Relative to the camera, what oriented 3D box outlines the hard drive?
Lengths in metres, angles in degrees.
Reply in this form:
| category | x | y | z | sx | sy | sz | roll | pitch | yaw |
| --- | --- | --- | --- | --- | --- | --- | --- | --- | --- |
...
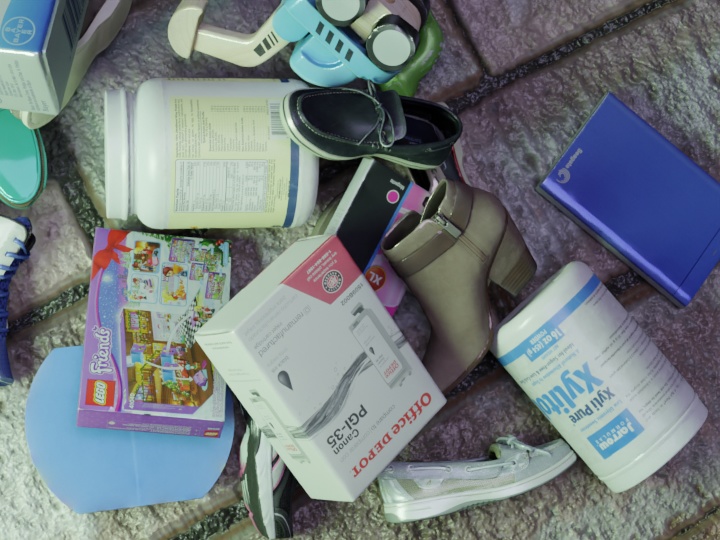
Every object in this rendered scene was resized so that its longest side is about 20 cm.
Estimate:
| category | x | y | z | sx | sy | sz | roll | pitch | yaw |
| --- | --- | --- | --- | --- | --- | --- | --- | --- | --- |
| hard drive | 0.300 | -0.075 | 1.628 | 0.199 | 0.025 | 0.132 | 39 | 76 | -2 |

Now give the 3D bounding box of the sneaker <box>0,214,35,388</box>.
| category | x | y | z | sx | sy | sz | roll | pitch | yaw |
| --- | --- | --- | --- | --- | --- | --- | --- | --- | --- |
| sneaker | -0.353 | 0.005 | 1.458 | 0.114 | 0.081 | 0.201 | -22 | 84 | -6 |

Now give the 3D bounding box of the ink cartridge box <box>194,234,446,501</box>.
| category | x | y | z | sx | sy | sz | roll | pitch | yaw |
| --- | --- | --- | --- | --- | --- | --- | --- | --- | --- |
| ink cartridge box | -0.033 | 0.090 | 1.419 | 0.146 | 0.082 | 0.201 | -43 | 108 | -27 |

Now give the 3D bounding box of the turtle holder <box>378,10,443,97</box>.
| category | x | y | z | sx | sy | sz | roll | pitch | yaw |
| --- | --- | --- | --- | --- | --- | --- | --- | --- | --- |
| turtle holder | 0.005 | -0.276 | 1.565 | 0.131 | 0.141 | 0.186 | -34 | 124 | 0 |

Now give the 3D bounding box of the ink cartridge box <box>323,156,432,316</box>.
| category | x | y | z | sx | sy | sz | roll | pitch | yaw |
| --- | --- | --- | --- | --- | --- | --- | --- | --- | --- |
| ink cartridge box | 0.000 | 0.000 | 1.498 | 0.094 | 0.037 | 0.201 | 28 | 90 | -20 |

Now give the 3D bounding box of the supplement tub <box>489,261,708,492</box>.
| category | x | y | z | sx | sy | sz | roll | pitch | yaw |
| --- | --- | --- | --- | --- | --- | --- | --- | --- | --- |
| supplement tub | 0.233 | 0.104 | 1.530 | 0.132 | 0.132 | 0.200 | -41 | 88 | -14 |

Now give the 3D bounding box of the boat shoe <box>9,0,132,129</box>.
| category | x | y | z | sx | sy | sz | roll | pitch | yaw |
| --- | --- | --- | --- | --- | --- | --- | --- | --- | --- |
| boat shoe | -0.291 | -0.218 | 1.499 | 0.059 | 0.072 | 0.201 | 26 | 55 | 3 |

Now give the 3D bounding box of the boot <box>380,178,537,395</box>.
| category | x | y | z | sx | sy | sz | roll | pitch | yaw |
| --- | --- | --- | --- | --- | --- | --- | --- | --- | --- |
| boot | 0.075 | 0.014 | 1.483 | 0.146 | 0.070 | 0.201 | 35 | 91 | -29 |

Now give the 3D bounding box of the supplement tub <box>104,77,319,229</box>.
| category | x | y | z | sx | sy | sz | roll | pitch | yaw |
| --- | --- | --- | --- | --- | --- | --- | --- | --- | --- |
| supplement tub | -0.146 | -0.113 | 1.489 | 0.198 | 0.145 | 0.147 | -1 | 80 | -11 |

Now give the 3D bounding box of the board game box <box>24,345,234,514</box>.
| category | x | y | z | sx | sy | sz | roll | pitch | yaw |
| --- | --- | --- | --- | --- | --- | --- | --- | --- | --- |
| board game box | -0.221 | 0.149 | 1.480 | 0.198 | 0.039 | 0.160 | -6 | 77 | -15 |

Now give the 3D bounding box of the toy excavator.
| category | x | y | z | sx | sy | sz | roll | pitch | yaw |
| --- | --- | --- | --- | --- | --- | --- | --- | --- | --- |
| toy excavator | -0.061 | -0.229 | 1.471 | 0.194 | 0.200 | 0.100 | 40 | 32 | -16 |

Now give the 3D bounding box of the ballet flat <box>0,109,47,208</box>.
| category | x | y | z | sx | sy | sz | roll | pitch | yaw |
| --- | --- | --- | --- | --- | --- | --- | --- | --- | --- |
| ballet flat | -0.357 | -0.152 | 1.495 | 0.067 | 0.070 | 0.202 | -26 | 89 | -10 |

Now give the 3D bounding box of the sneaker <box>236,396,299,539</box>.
| category | x | y | z | sx | sy | sz | roll | pitch | yaw |
| --- | --- | --- | --- | --- | --- | --- | --- | --- | --- |
| sneaker | -0.069 | 0.161 | 1.476 | 0.085 | 0.080 | 0.203 | -5 | 100 | -16 |

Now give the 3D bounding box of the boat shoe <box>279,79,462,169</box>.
| category | x | y | z | sx | sy | sz | roll | pitch | yaw |
| --- | --- | --- | --- | --- | --- | --- | --- | --- | --- |
| boat shoe | 0.013 | -0.140 | 1.448 | 0.198 | 0.062 | 0.075 | 8 | 61 | -35 |

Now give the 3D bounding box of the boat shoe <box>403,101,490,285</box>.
| category | x | y | z | sx | sy | sz | roll | pitch | yaw |
| --- | --- | --- | --- | --- | --- | --- | --- | --- | --- |
| boat shoe | 0.080 | -0.073 | 1.560 | 0.062 | 0.071 | 0.202 | -12 | 81 | -24 |

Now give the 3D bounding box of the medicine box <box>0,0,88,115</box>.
| category | x | y | z | sx | sy | sz | roll | pitch | yaw |
| --- | --- | --- | --- | --- | --- | --- | --- | --- | --- |
| medicine box | -0.358 | -0.256 | 1.414 | 0.198 | 0.103 | 0.184 | 7 | 65 | 3 |

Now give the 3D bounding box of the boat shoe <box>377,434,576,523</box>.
| category | x | y | z | sx | sy | sz | roll | pitch | yaw |
| --- | --- | --- | --- | --- | --- | --- | --- | --- | --- |
| boat shoe | 0.115 | 0.196 | 1.522 | 0.200 | 0.074 | 0.065 | -14 | 87 | -6 |

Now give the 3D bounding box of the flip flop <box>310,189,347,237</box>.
| category | x | y | z | sx | sy | sz | roll | pitch | yaw |
| --- | --- | --- | --- | --- | --- | --- | --- | --- | --- |
| flip flop | -0.034 | 0.010 | 1.533 | 0.081 | 0.058 | 0.201 | 34 | 76 | -3 |

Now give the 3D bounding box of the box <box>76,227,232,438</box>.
| category | x | y | z | sx | sy | sz | roll | pitch | yaw |
| --- | --- | --- | --- | --- | --- | --- | --- | --- | --- |
| box | -0.194 | 0.057 | 1.469 | 0.135 | 0.039 | 0.202 | 6 | 57 | -10 |
